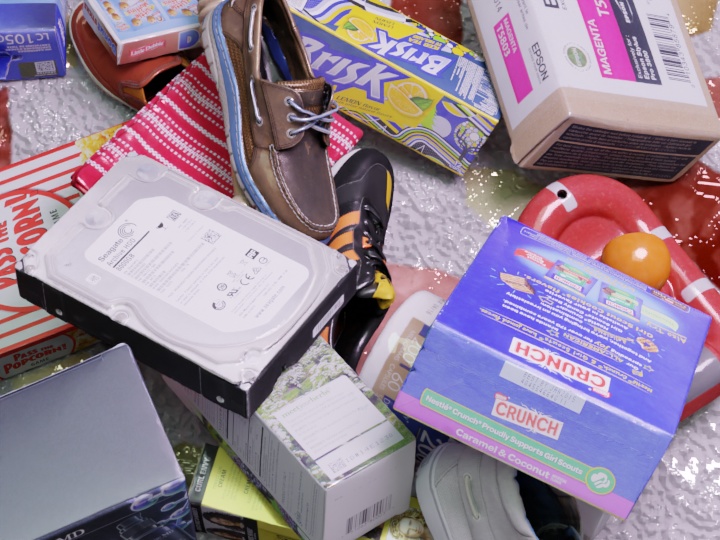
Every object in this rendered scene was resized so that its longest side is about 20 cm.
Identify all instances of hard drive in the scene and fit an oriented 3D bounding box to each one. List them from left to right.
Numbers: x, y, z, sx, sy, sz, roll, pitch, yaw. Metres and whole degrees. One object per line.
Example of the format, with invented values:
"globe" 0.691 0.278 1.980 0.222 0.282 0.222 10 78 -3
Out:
"hard drive" -0.120 0.005 1.353 0.199 0.038 0.140 26 53 22

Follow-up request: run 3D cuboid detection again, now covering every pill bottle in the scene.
"pill bottle" 0.101 0.107 1.406 0.199 0.111 0.111 29 67 13

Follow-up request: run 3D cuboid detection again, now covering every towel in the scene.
"towel" -0.107 -0.086 1.481 0.144 0.023 0.200 37 57 7

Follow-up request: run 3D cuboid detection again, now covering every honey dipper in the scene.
"honey dipper" -0.099 -0.126 1.475 0.038 0.038 0.201 -5 64 -3

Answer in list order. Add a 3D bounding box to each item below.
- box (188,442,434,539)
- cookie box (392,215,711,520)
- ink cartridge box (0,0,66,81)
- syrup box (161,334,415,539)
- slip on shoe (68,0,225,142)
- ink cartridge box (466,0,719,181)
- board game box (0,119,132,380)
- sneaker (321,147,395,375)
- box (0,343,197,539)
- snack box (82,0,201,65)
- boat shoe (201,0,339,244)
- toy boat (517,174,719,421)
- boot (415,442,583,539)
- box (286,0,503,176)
"box" -0.022 0.179 1.391 0.198 0.075 0.050 14 66 5
"cookie box" 0.133 0.060 1.309 0.170 0.076 0.200 26 26 7
"ink cartridge box" -0.308 -0.230 1.588 0.135 0.076 0.201 -3 65 -2
"syrup box" -0.054 0.094 1.354 0.078 0.082 0.200 -27 53 -27
"slip on shoe" -0.161 -0.153 1.558 0.074 0.061 0.200 -36 70 -16
"ink cartridge box" 0.178 -0.176 1.532 0.164 0.075 0.201 3 60 -34
"board game box" -0.229 -0.015 1.497 0.199 0.046 0.152 -22 66 -11
"sneaker" 0.000 0.000 1.461 0.090 0.070 0.201 3 63 43
"box" -0.198 0.159 1.326 0.148 0.200 0.108 -22 66 -11
"snack box" -0.119 -0.215 1.575 0.199 0.024 0.072 -17 50 -25
"boat shoe" -0.058 -0.115 1.430 0.072 0.072 0.201 -13 77 -45
"toy boat" 0.197 0.011 1.444 0.130 0.131 0.200 -31 68 -15
"boot" 0.114 0.206 1.318 0.073 0.095 0.201 -38 108 -39
"box" 0.014 -0.159 1.523 0.199 0.070 0.064 28 44 -5
